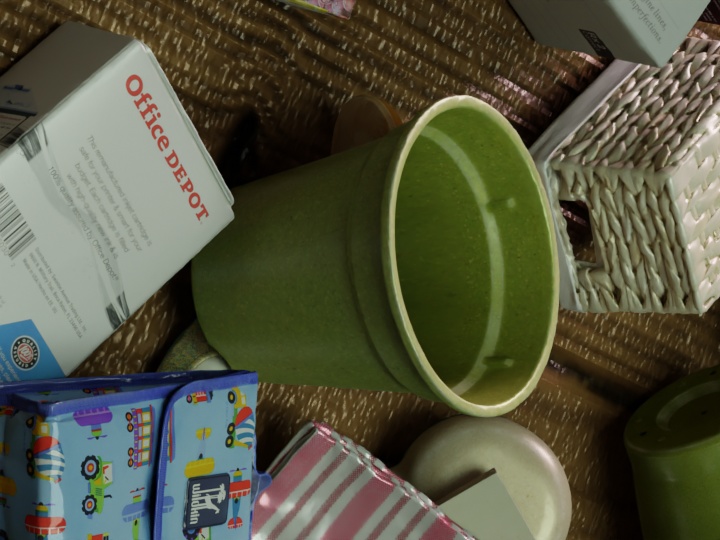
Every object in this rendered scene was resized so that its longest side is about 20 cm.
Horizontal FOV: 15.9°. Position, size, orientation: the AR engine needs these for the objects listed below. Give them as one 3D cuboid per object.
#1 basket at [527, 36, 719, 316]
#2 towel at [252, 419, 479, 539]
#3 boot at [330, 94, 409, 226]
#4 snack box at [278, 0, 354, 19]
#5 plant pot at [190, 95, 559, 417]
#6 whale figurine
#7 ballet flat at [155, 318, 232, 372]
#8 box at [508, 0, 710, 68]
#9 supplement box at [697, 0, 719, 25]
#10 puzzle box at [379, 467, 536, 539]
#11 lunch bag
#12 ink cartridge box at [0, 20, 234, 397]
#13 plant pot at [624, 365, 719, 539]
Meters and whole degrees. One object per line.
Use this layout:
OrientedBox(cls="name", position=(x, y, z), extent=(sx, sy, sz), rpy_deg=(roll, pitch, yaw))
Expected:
OrientedBox(cls="basket", position=(0.226, -0.071, 1.866), extent=(0.200, 0.123, 0.136), rpy_deg=(-46, 129, -40))
OrientedBox(cls="towel", position=(0.002, 0.213, 1.746), extent=(0.200, 0.030, 0.147), rpy_deg=(37, 93, -3))
OrientedBox(cls="boot", position=(0.056, -0.054, 1.794), extent=(0.144, 0.071, 0.202), rpy_deg=(-34, 125, -37))
OrientedBox(cls="snack box", position=(-0.072, -0.266, 1.617), extent=(0.199, 0.068, 0.169), rpy_deg=(14, 93, -41))
OrientedBox(cls="plant pot", position=(0.000, 0.000, 1.654), extent=(0.200, 0.184, 0.201), rpy_deg=(14, 73, -53))
OrientedBox(cls="whale figurine", position=(0.062, 0.197, 1.838), extent=(0.159, 0.104, 0.200), rpy_deg=(33, 87, -5))
OrientedBox(cls="ballet flat", position=(-0.120, 0.111, 1.678), extent=(0.200, 0.071, 0.071), rpy_deg=(-53, 129, -18))
OrientedBox(cls="box", position=(0.171, -0.283, 1.782), extent=(0.200, 0.130, 0.199), rpy_deg=(-54, 129, -16))
OrientedBox(cls="supplement box", position=(0.285, -0.231, 1.849), extent=(0.109, 0.200, 0.061), rpy_deg=(-53, 130, -16))
OrientedBox(cls="puzzle box", position=(0.040, 0.242, 1.776), extent=(0.199, 0.025, 0.133), rpy_deg=(-30, 95, 1))
OrientedBox(cls="lunch bag", position=(-0.136, 0.139, 1.545), extent=(0.199, 0.094, 0.151), rpy_deg=(-5, 98, -44))
OrientedBox(cls="ink cartridge box", position=(-0.193, -0.031, 1.561), extent=(0.200, 0.086, 0.147), rpy_deg=(-45, 127, -24))
OrientedBox(cls="plant pot", position=(0.297, 0.183, 1.985), extent=(0.200, 0.200, 0.194), rpy_deg=(-36, 111, -29))
